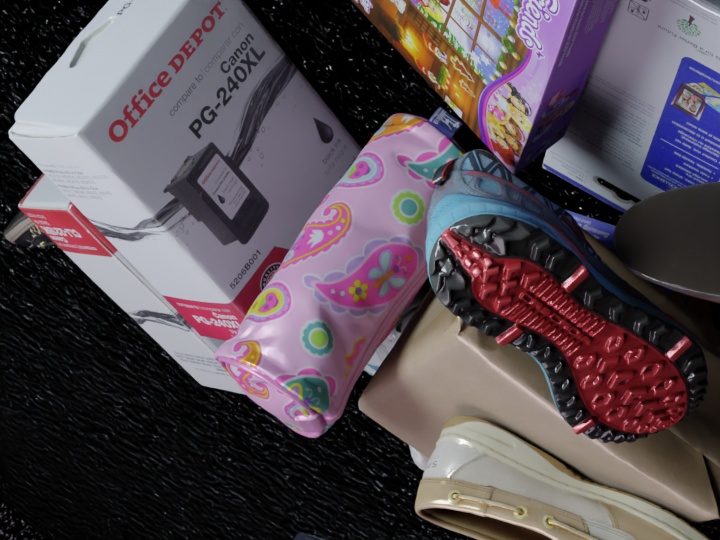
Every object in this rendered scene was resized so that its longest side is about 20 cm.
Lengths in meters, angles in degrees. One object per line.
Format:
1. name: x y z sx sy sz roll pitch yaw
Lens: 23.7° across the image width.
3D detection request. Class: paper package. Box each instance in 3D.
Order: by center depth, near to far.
1. paper package: 0.119 0.074 1.024 0.190 0.104 0.200 36 157 -4

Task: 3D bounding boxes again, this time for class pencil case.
1. pencil case: 0.000 0.000 1.019 0.087 0.200 0.087 33 163 12

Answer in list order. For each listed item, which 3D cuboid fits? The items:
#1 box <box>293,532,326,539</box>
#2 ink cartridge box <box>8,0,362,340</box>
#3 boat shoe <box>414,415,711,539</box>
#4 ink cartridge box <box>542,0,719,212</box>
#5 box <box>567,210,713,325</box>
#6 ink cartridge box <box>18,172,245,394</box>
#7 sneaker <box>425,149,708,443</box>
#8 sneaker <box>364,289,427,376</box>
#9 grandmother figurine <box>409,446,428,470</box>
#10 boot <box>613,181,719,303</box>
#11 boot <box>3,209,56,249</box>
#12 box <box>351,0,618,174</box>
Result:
1. box: 0.000 0.411 1.991 0.148 0.104 0.200 5 145 52
2. ink cartridge box: -0.098 -0.072 1.078 0.083 0.145 0.200 8 147 50
3. boat shoe: 0.122 0.157 0.963 0.199 0.069 0.074 26 157 16
4. ink cartridge box: 0.149 -0.088 0.837 0.099 0.039 0.200 30 156 11
5. box: 0.159 0.029 1.065 0.119 0.042 0.200 21 152 31
6. ink cartridge box: -0.110 -0.030 1.183 0.200 0.145 0.084 47 156 -28
7. sneaker: 0.108 0.008 0.874 0.079 0.096 0.200 -33 126 20
8. sneaker: 0.057 0.053 1.199 0.200 0.077 0.081 33 156 24
9. grandmother figurine: 0.069 0.109 1.334 0.121 0.061 0.200 38 157 14
10. boot: 0.227 0.033 0.896 0.186 0.064 0.200 7 154 13
11. boot: -0.214 -0.022 1.455 0.150 0.073 0.200 40 152 -13
12. box: 0.055 -0.145 0.800 0.137 0.039 0.200 48 162 15
